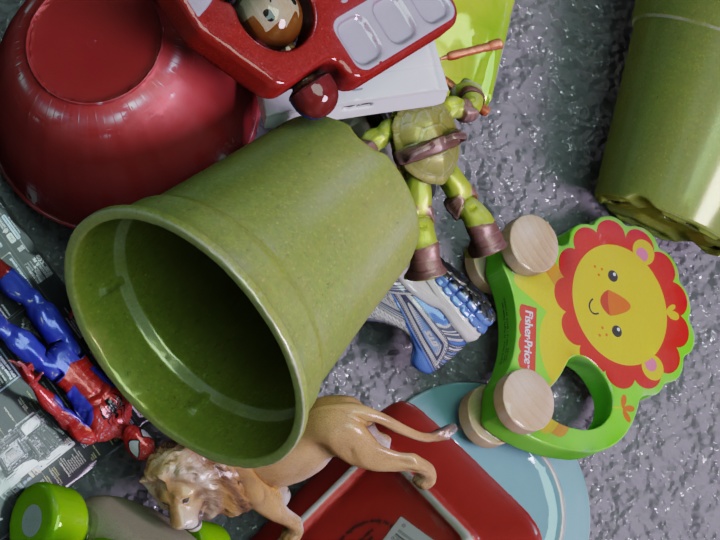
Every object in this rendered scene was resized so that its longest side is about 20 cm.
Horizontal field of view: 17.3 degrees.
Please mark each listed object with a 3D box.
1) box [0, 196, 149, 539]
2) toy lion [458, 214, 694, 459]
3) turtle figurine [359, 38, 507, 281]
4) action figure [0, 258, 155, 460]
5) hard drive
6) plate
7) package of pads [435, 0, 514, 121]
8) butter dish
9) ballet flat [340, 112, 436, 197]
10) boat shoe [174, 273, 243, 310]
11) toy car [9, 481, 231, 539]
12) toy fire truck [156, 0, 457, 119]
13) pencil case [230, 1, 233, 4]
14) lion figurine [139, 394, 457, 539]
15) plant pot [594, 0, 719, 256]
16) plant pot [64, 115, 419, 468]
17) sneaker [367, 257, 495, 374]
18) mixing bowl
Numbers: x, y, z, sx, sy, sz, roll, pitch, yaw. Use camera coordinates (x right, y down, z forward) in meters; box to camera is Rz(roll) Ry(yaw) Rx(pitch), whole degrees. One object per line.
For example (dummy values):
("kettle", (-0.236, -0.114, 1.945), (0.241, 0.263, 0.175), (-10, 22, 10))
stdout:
("box", (-0.260, 0.070, 1.635), (0.158, 0.050, 0.200), (-39, 97, -24))
("toy lion", (0.173, 0.051, 1.814), (0.191, 0.069, 0.201), (16, 65, -27))
("turtle figurine", (0.054, -0.084, 1.686), (0.199, 0.064, 0.162), (-24, 98, -35))
("action figure", (-0.210, 0.055, 1.607), (0.200, 0.052, 0.065), (49, 63, -12))
("hard drive", (-0.025, -0.201, 1.670), (0.131, 0.026, 0.201), (-9, 67, -13))
("plate", (0.090, 0.183, 1.781), (0.199, 0.026, 0.202), (4, 79, -23))
("package of pads", (0.047, -0.228, 1.810), (0.154, 0.068, 0.201), (17, 75, -19))
("butter dish", (0.035, 0.232, 1.678), (0.200, 0.199, 0.148), (-45, 134, -3))
("ballet flat", (-0.008, -0.109, 1.737), (0.201, 0.068, 0.069), (59, 41, -32))
("boat shoe", (-0.144, -0.029, 1.680), (0.071, 0.091, 0.201), (-31, 93, -25))
("toy car", (-0.171, 0.268, 1.603), (0.164, 0.158, 0.201), (20, 99, -42))
("toy fire truck", (-0.040, -0.193, 1.583), (0.200, 0.112, 0.168), (-35, 91, -38))
("pencil case", (-0.085, -0.210, 1.741), (0.087, 0.087, 0.202), (3, 79, -23))
("lion figurine", (-0.044, 0.125, 1.619), (0.199, 0.073, 0.123), (-30, 133, 13))
("plant pot", (0.273, -0.119, 1.839), (0.199, 0.200, 0.191), (24, 84, -18))
("plant pot", (-0.062, -0.003, 1.572), (0.201, 0.200, 0.184), (53, 53, -7))
("sneaker", (0.000, 0.000, 1.745), (0.200, 0.077, 0.085), (41, 99, 6))
("mixing bowl", (-0.172, -0.136, 1.631), (0.199, 0.108, 0.202), (-2, 71, 5))
